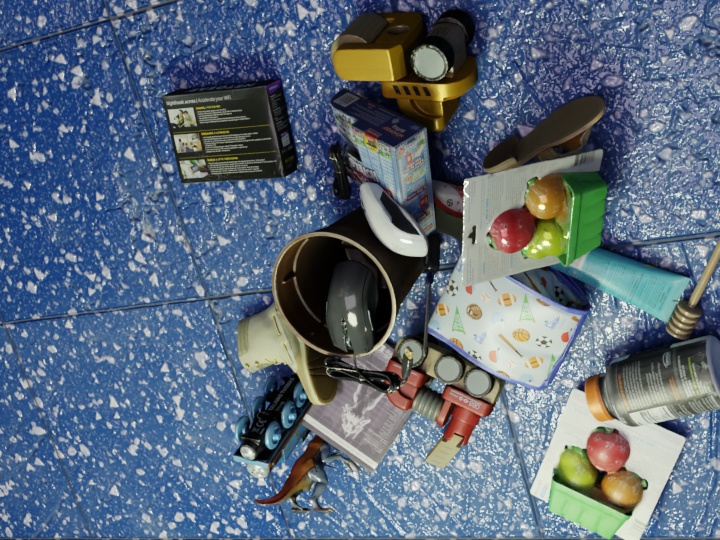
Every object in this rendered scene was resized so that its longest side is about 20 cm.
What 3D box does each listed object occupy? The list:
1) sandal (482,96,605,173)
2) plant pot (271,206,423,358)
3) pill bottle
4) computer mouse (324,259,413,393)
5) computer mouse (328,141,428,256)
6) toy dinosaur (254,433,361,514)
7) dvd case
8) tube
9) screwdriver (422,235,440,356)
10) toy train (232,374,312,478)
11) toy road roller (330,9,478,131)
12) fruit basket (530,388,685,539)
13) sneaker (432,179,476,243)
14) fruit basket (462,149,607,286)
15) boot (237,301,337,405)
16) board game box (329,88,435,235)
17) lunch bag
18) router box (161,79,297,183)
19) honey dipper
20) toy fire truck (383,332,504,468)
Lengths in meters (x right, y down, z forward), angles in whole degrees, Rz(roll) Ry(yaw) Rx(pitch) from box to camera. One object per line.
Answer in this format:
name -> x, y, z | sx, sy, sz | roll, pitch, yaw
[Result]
sandal -> 0.275, -0.173, 1.621 | 0.211, 0.078, 0.070 | -25, 124, 39
plant pot -> 0.000, 0.000, 1.748 | 0.200, 0.198, 0.201 | 11, 117, 22
pill bottle -> 0.429, 0.166, 1.671 | 0.200, 0.106, 0.106 | -18, 104, 31
computer mouse -> 0.010, 0.090, 1.638 | 0.140, 0.046, 0.201 | 17, 119, 20
computer mouse -> 0.019, -0.088, 1.642 | 0.200, 0.044, 0.110 | 46, 158, 22
toy dinosaur -> -0.068, 0.317, 1.940 | 0.105, 0.200, 0.182 | -12, 66, 38
dvd case -> 0.012, 0.215, 1.912 | 0.149, 0.016, 0.200 | 34, 101, 8
tube -> 0.366, 0.005, 1.664 | 0.199, 0.050, 0.078 | 24, 125, 9
screwdriver -> 0.099, 0.037, 1.737 | 0.029, 0.201, 0.028 | 6, 154, 11
toy train -> -0.142, 0.265, 1.948 | 0.086, 0.200, 0.115 | 7, 127, 23
toy road roller -> 0.068, -0.280, 1.632 | 0.199, 0.123, 0.146 | 7, 127, 22
fruit basket -> 0.380, 0.303, 1.786 | 0.185, 0.094, 0.201 | 23, 106, 15
sneaker -> 0.162, -0.099, 1.701 | 0.201, 0.108, 0.067 | 38, 147, 50
fruit basket -> 0.230, -0.075, 1.572 | 0.199, 0.094, 0.186 | -11, 130, -8
boot -> -0.127, 0.149, 1.934 | 0.154, 0.072, 0.201 | -29, 74, 35
board game box -> 0.036, -0.142, 1.675 | 0.200, 0.062, 0.200 | 34, 150, 47
lunch bag -> 0.228, 0.064, 1.712 | 0.200, 0.124, 0.170 | 34, 126, 19
router box -> -0.209, -0.219, 1.834 | 0.199, 0.051, 0.150 | -1, 111, 26
honey dipper -> 0.485, 0.008, 1.611 | 0.038, 0.038, 0.200 | 26, 120, 13
toy fire truck -> 0.118, 0.218, 1.831 | 0.176, 0.129, 0.201 | 24, 98, 14
